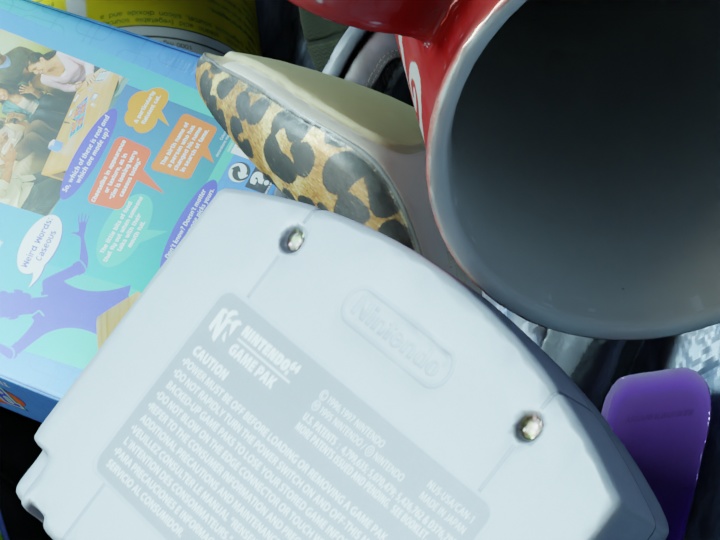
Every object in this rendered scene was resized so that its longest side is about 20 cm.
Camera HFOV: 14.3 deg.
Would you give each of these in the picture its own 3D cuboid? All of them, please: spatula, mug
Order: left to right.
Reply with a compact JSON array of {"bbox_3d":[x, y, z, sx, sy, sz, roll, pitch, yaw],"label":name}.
[{"bbox_3d":[0.053,-0.104,0.836,0.133,0.178,0.200,-35,34,13],"label":"mug"},{"bbox_3d":[0.084,0.127,0.844,0.057,0.021,0.200,-15,72,57],"label":"spatula"}]

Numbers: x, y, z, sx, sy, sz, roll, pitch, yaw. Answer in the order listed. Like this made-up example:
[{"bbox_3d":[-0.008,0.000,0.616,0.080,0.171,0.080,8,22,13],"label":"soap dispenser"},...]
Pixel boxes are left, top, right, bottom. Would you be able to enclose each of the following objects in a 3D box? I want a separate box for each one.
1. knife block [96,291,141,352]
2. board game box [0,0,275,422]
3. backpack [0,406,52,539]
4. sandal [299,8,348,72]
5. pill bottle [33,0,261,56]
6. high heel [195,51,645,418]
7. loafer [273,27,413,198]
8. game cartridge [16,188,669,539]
[{"bbox_3d":[-0.039,0.113,0.862,0.200,0.064,0.176,21,78,48],"label":"knife block"},{"bbox_3d":[-0.123,-0.024,1.112,0.152,0.200,0.045,-62,-26,-17],"label":"board game box"},{"bbox_3d":[-0.176,0.099,1.202,0.200,0.147,0.183,70,-171,-52],"label":"backpack"},{"bbox_3d":[0.023,-0.138,1.037,0.080,0.057,0.201,26,123,41],"label":"sandal"},{"bbox_3d":[-0.096,-0.069,1.223,0.112,0.112,0.200,126,145,-47],"label":"pill bottle"},{"bbox_3d":[-0.003,0.020,0.948,0.200,0.071,0.143,33,111,31],"label":"high heel"},{"bbox_3d":[0.000,0.000,1.042,0.072,0.063,0.200,-39,-29,-56],"label":"loafer"},{"bbox_3d":[-0.007,0.060,0.795,0.133,0.040,0.200,-55,44,3],"label":"game cartridge"}]
